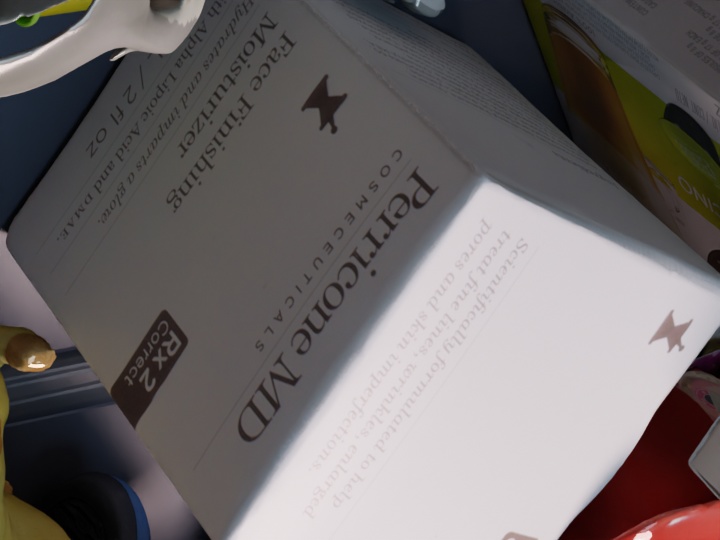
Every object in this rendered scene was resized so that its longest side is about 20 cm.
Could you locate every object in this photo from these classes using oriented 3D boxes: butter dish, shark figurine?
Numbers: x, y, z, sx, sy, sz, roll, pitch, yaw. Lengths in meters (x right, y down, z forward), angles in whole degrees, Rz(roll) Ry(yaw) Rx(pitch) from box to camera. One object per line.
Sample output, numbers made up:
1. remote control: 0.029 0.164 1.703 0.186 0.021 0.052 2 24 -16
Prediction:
1. butter dish: 0.080 0.103 0.915 0.200 0.149 0.199 -38 158 29
2. shark figurine: -0.089 -0.098 0.646 0.089 0.215 0.128 -29 131 13

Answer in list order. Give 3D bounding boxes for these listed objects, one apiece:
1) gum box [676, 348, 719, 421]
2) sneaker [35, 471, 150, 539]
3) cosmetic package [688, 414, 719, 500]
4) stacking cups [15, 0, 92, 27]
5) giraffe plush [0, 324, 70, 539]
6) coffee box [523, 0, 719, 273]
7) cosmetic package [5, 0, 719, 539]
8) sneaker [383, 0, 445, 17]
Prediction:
1. gum box: 0.170 0.113 1.081 0.199 0.066 0.114 -12 130 -50
2. sneaker: -0.119 0.167 0.951 0.078 0.066 0.201 -17 133 -40
3. cosmetic package: 0.235 0.075 0.832 0.199 0.073 0.104 19 111 -46
4. stacking cups: -0.171 -0.098 0.694 0.199 0.061 0.061 -15 131 -26
5. giraffe plush: -0.173 0.116 0.794 0.201 0.172 0.163 -58 140 -32
6. coffee box: 0.215 -0.087 0.888 0.199 0.200 0.198 -35 138 -8
7. cosmetic package: 0.000 0.000 0.797 0.164 0.200 0.165 21 109 -45
8. sneaker: -0.016 -0.172 0.756 0.087 0.074 0.200 -58 143 0
